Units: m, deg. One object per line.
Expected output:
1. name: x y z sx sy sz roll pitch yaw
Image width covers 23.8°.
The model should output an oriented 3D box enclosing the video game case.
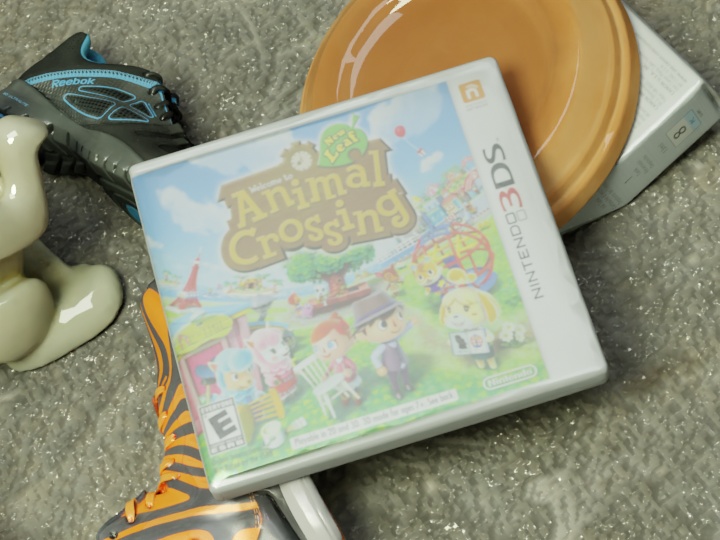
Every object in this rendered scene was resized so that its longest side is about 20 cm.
1. video game case: 0.000 0.000 0.848 0.199 0.022 0.183 -17 66 -1

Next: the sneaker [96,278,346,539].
1. sneaker: -0.094 0.096 0.869 0.112 0.078 0.200 -30 56 -4

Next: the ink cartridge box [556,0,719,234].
1. ink cartridge box: 0.077 -0.077 0.958 0.200 0.047 0.160 -43 57 8

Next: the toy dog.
1. toy dog: -0.253 -0.028 0.915 0.194 0.200 0.140 -34 56 -7

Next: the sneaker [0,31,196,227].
1. sneaker: -0.128 -0.079 0.987 0.200 0.073 0.082 31 70 28

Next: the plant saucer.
1. plant saucer: 0.051 -0.099 0.930 0.199 0.037 0.201 -10 67 24
